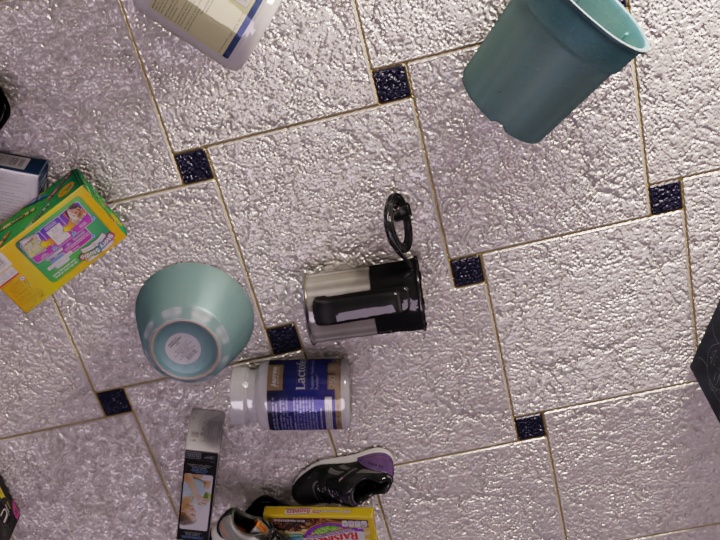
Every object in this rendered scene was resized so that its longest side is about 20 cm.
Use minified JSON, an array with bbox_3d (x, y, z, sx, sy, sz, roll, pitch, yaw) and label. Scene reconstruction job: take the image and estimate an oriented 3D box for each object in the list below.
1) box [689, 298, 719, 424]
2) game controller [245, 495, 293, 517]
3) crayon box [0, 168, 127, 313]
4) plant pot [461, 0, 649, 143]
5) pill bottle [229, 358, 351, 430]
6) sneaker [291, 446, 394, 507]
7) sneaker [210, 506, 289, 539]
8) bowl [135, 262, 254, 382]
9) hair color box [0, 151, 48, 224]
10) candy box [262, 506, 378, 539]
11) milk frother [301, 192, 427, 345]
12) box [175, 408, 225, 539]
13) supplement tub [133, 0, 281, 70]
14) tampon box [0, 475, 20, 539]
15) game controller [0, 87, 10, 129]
[{"bbox_3d":[0.636,0.139,1.569,0.122,0.198,0.203,11,119,-6],"label":"box"},{"bbox_3d":[-0.120,0.477,1.827,0.198,0.043,0.105,27,135,-14],"label":"game controller"},{"bbox_3d":[-0.468,-0.043,1.503,0.199,0.058,0.119,-38,133,-4],"label":"crayon box"},{"bbox_3d":[0.251,-0.293,1.351,0.199,0.201,0.197,31,122,-16],"label":"plant pot"},{"bbox_3d":[-0.114,0.207,1.656,0.196,0.116,0.117,-2,119,1],"label":"pill bottle"},{"bbox_3d":[-0.035,0.380,1.764,0.197,0.088,0.076,-23,117,12],"label":"sneaker"},{"bbox_3d":[-0.162,0.480,1.735,0.198,0.074,0.080,28,122,-6],"label":"sneaker"},{"bbox_3d":[-0.274,0.100,1.607,0.197,0.106,0.204,0,118,-1],"label":"bowl"},{"bbox_3d":[-0.543,-0.077,1.536,0.098,0.061,0.203,10,118,-7],"label":"hair color box"},{"bbox_3d":[-0.069,0.462,1.766,0.196,0.027,0.103,-2,126,10],"label":"candy box"},{"bbox_3d":[0.000,0.000,1.550,0.185,0.181,0.204,-8,75,4],"label":"milk frother"},{"bbox_3d":[-0.280,0.359,1.741,0.059,0.117,0.203,8,117,-7],"label":"box"},{"bbox_3d":[-0.213,-0.378,1.325,0.198,0.146,0.146,31,115,-15],"label":"supplement tub"},{"bbox_3d":[-0.741,0.439,1.779,0.196,0.127,0.152,-10,119,5],"label":"tampon box"},{"bbox_3d":[-0.586,-0.203,1.457,0.200,0.105,0.042,-43,152,21],"label":"game controller"}]
